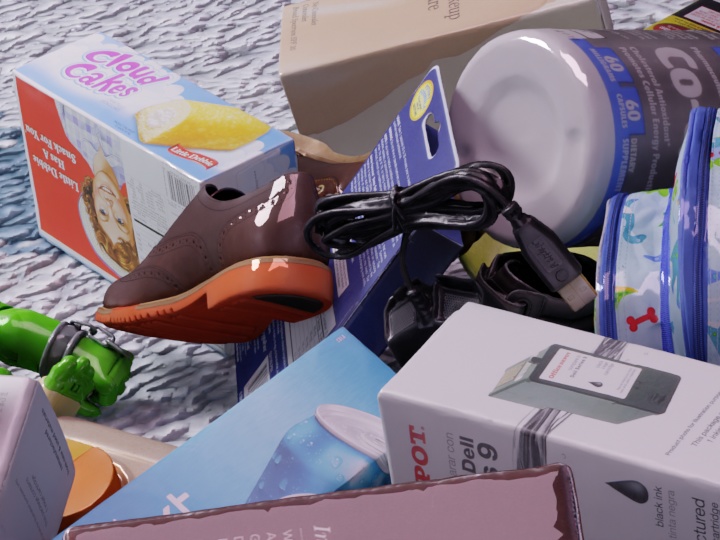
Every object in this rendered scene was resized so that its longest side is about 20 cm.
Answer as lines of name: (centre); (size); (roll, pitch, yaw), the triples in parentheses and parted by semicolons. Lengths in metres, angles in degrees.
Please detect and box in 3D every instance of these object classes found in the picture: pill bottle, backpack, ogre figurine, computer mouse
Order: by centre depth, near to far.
computer mouse: (0.072, 0.030, 1.316); (0.140, 0.200, 0.046); (-18, 19, 45)
backpack: (0.187, 0.022, 1.323); (0.146, 0.201, 0.183); (-1, 33, 11)
ogre figurine: (-0.227, 0.068, 1.449); (0.120, 0.098, 0.200); (33, 63, 24)
pill bottle: (0.153, -0.071, 1.459); (0.199, 0.114, 0.114); (-4, 23, -42)

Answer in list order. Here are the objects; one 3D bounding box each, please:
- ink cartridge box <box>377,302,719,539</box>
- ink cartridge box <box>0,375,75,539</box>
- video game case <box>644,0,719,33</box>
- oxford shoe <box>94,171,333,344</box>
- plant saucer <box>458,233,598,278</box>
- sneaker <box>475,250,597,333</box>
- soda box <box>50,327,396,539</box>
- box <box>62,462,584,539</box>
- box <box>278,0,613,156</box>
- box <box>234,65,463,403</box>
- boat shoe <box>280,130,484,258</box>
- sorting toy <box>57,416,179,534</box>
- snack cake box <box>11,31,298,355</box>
ink cartridge box: (0.117, 0.113, 1.245); (0.199, 0.146, 0.084); (14, 38, 32)
ink cartridge box: (-0.231, 0.147, 1.269); (0.146, 0.086, 0.201); (3, 53, 15)
video game case: (0.252, -0.115, 1.699); (0.180, 0.026, 0.200); (-29, 38, -31)
oxford shoe: (-0.076, -0.004, 1.456); (0.071, 0.073, 0.200); (11, -15, -35)
plant saucer: (0.153, -0.014, 1.551); (0.199, 0.031, 0.200); (-6, 32, 4)
sneaker: (0.049, 0.049, 1.406); (0.199, 0.100, 0.071); (-20, 35, -17)
soda box: (-0.057, 0.114, 1.281); (0.068, 0.064, 0.200); (40, 56, 21)
box: (-0.005, 0.192, 1.074); (0.199, 0.166, 0.165); (-7, 60, 0)
box: (0.056, -0.133, 1.690); (0.199, 0.078, 0.095); (-14, 32, 8)
box: (0.000, 0.000, 1.431); (0.032, 0.200, 0.121); (27, 26, -19)
boat shoe: (-0.007, -0.028, 1.563); (0.070, 0.070, 0.200); (-49, 29, -19)
sorting toy: (-0.127, 0.145, 1.335); (0.185, 0.037, 0.200); (13, 43, 30)
snack cake box: (-0.115, -0.046, 1.582); (0.067, 0.115, 0.200); (-27, 37, -29)
